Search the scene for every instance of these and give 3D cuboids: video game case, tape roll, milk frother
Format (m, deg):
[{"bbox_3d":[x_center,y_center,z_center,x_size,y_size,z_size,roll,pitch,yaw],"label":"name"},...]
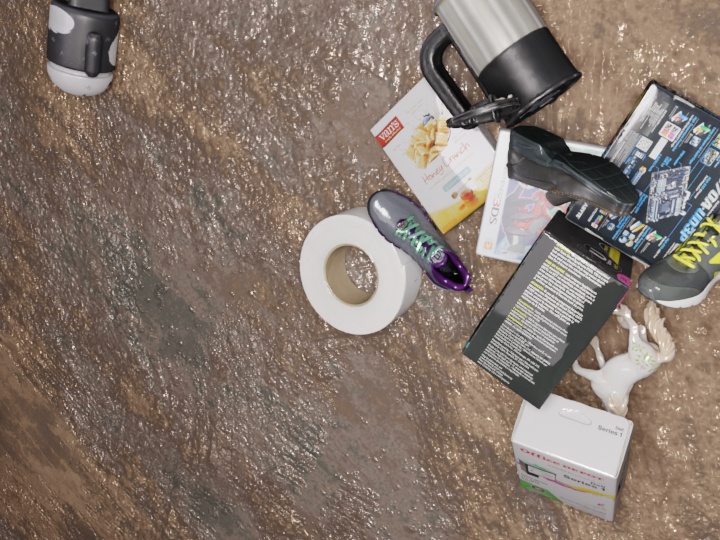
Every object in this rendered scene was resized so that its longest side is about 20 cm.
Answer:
[{"bbox_3d":[0.273,-0.089,0.989,0.197,0.023,0.185,13,111,13],"label":"video game case"},{"bbox_3d":[0.000,0.000,1.175,0.200,0.071,0.205,9,109,28],"label":"tape roll"},{"bbox_3d":[0.159,-0.279,0.909,0.180,0.200,0.189,-34,86,14],"label":"milk frother"}]

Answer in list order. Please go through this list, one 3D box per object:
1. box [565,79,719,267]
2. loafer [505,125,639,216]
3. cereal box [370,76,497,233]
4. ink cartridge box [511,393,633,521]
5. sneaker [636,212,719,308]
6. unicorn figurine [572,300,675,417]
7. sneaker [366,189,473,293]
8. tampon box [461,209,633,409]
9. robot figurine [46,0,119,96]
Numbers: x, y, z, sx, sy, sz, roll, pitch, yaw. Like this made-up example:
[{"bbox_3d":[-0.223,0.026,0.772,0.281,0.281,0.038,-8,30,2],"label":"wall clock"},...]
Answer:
[{"bbox_3d":[0.381,-0.113,0.906,0.158,0.046,0.201,31,116,6],"label":"box"},{"bbox_3d":[0.264,-0.114,0.903,0.200,0.072,0.073,46,137,43],"label":"loafer"},{"bbox_3d":[0.123,-0.178,1.066,0.144,0.039,0.201,-39,83,32],"label":"cereal box"},{"bbox_3d":[0.299,0.263,1.007,0.143,0.085,0.201,15,152,26],"label":"ink cartridge box"},{"bbox_3d":[0.411,-0.026,0.856,0.074,0.198,0.085,42,149,47],"label":"sneaker"},{"bbox_3d":[0.359,0.139,0.996,0.138,0.073,0.201,62,148,26],"label":"unicorn figurine"},{"bbox_3d":[0.095,-0.046,1.060,0.200,0.088,0.075,42,88,-14],"label":"sneaker"},{"bbox_3d":[0.250,0.047,0.944,0.126,0.150,0.201,35,115,10],"label":"tampon box"},{"bbox_3d":[-0.513,-0.427,1.323,0.123,0.151,0.202,17,114,2],"label":"robot figurine"}]
